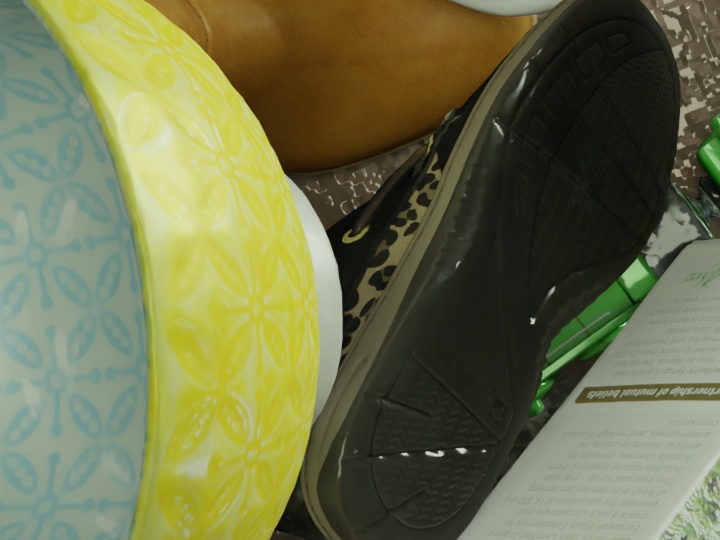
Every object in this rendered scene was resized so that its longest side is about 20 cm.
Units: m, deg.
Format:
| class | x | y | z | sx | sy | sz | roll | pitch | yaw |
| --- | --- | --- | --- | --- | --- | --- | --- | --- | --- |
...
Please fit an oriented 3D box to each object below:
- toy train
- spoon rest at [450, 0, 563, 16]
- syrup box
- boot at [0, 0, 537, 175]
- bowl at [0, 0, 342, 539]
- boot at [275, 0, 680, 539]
| class | x | y | z | sx | sy | sz | roll | pitch | yaw |
| --- | --- | --- | --- | --- | --- | --- | --- | --- | --- |
| toy train | 0.083 | -0.002 | 0.775 | 0.200 | 0.056 | 0.042 | -37 | 85 | 3 |
| spoon rest | 0.077 | -0.167 | 0.760 | 0.099 | 0.061 | 0.200 | 39 | 82 | -13 |
| syrup box | 0.083 | 0.082 | 0.679 | 0.200 | 0.081 | 0.079 | -48 | 116 | -29 |
| boot | -0.048 | -0.064 | 0.745 | 0.201 | 0.144 | 0.071 | -9 | 88 | 5 |
| bowl | -0.069 | 0.014 | 0.634 | 0.200 | 0.108 | 0.200 | 6 | 98 | 49 |
| boot | 0.000 | 0.000 | 0.749 | 0.073 | 0.151 | 0.200 | 46 | 58 | -30 |
